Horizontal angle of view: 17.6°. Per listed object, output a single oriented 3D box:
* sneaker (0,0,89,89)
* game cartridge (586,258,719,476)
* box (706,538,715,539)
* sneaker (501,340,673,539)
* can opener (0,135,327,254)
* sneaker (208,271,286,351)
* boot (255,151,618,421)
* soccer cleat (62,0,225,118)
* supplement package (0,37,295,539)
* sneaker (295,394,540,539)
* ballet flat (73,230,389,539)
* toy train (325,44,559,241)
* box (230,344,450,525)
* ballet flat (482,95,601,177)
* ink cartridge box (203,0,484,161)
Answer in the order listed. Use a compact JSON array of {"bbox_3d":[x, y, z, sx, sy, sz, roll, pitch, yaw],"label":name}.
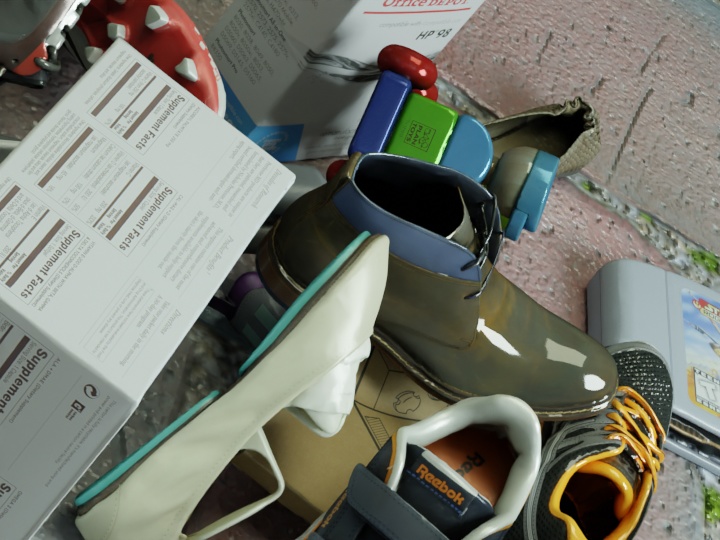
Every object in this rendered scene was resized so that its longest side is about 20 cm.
[{"bbox_3d":[-0.169,-0.137,1.216,0.082,0.200,0.077,61,-2,5],"label":"sneaker"},{"bbox_3d":[0.230,0.073,1.459,0.200,0.042,0.133,27,42,-19],"label":"game cartridge"},{"bbox_3d":[0.177,0.256,1.076,0.192,0.200,0.122,27,39,-19],"label":"box"},{"bbox_3d":[0.124,0.104,1.209,0.078,0.077,0.200,47,46,-13],"label":"sneaker"},{"bbox_3d":[-0.117,-0.048,1.217,0.199,0.053,0.067,4,37,-24],"label":"can opener"},{"bbox_3d":[0.000,0.000,1.290,0.088,0.074,0.200,44,36,11],"label":"sneaker"},{"bbox_3d":[0.053,0.010,1.153,0.199,0.097,0.075,22,54,-11],"label":"boot"},{"bbox_3d":[-0.127,-0.129,1.281,0.200,0.069,0.085,41,12,33],"label":"soccer cleat"},{"bbox_3d":[-0.142,0.019,1.062,0.111,0.156,0.200,38,36,-4],"label":"supplement package"},{"bbox_3d":[0.013,0.131,1.099,0.078,0.079,0.200,38,63,5],"label":"sneaker"},{"bbox_3d":[-0.046,0.069,1.095,0.069,0.200,0.069,47,-1,1],"label":"ballet flat"},{"bbox_3d":[0.051,-0.055,1.313,0.115,0.085,0.200,24,-3,4],"label":"toy train"},{"bbox_3d":[0.036,0.089,1.208,0.200,0.021,0.164,40,51,-20],"label":"box"},{"bbox_3d":[0.099,-0.075,1.479,0.067,0.046,0.200,51,36,14],"label":"ballet flat"},{"bbox_3d":[-0.005,-0.148,1.327,0.116,0.200,0.067,-10,60,-47],"label":"ink cartridge box"}]
